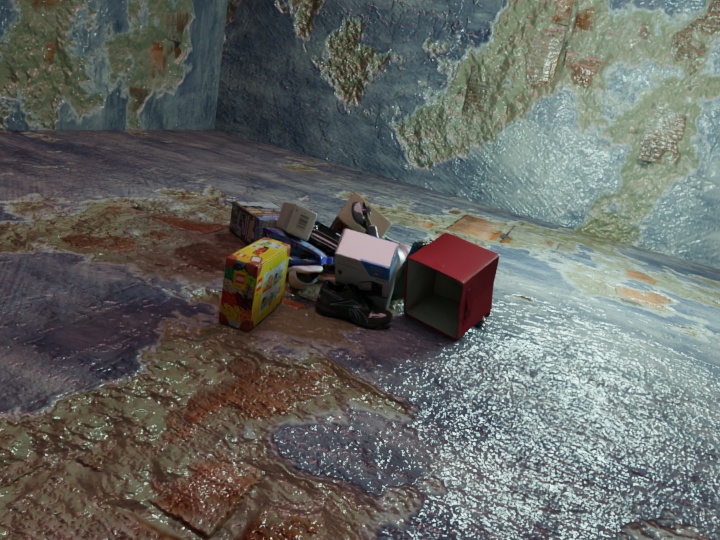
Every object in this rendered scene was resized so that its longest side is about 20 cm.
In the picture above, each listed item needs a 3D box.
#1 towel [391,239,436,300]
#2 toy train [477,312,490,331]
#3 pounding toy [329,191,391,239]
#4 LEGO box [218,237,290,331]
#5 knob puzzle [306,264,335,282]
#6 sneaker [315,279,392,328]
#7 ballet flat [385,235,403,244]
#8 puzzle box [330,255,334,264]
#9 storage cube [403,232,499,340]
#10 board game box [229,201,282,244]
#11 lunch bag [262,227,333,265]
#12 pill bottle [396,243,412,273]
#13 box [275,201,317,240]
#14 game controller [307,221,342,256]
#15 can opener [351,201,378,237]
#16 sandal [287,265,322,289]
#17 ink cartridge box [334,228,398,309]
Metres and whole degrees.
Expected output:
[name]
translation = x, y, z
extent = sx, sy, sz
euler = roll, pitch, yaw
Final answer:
[towel]
translation = 0.144, -0.003, 1.591
extent = 0.144, 0.203, 0.022
euler = -9, 47, -49
[toy train]
translation = 0.329, 0.071, 1.616
extent = 0.082, 0.119, 0.201
euler = 7, 18, -13
[pounding toy]
translation = 0.006, -0.116, 1.860
extent = 0.199, 0.143, 0.184
euler = 39, -15, -3
[LEGO box]
translation = -0.236, 0.026, 1.325
extent = 0.075, 0.154, 0.200
euler = 14, 17, 10
[knob puzzle]
translation = -0.102, -0.013, 1.728
extent = 0.212, 0.031, 0.220
euler = 11, 18, -4
[sneaker]
translation = -0.013, 0.082, 1.422
extent = 0.194, 0.082, 0.076
euler = 14, 17, 1
[ballet flat]
translation = 0.085, -0.093, 2.057
extent = 0.197, 0.071, 0.069
euler = 28, 23, 30
[puzzle box]
translation = 0.000, 0.000, 1.698
extent = 0.130, 0.026, 0.199
euler = 6, 25, -41
[storage cube]
translation = 0.230, 0.034, 1.497
extent = 0.197, 0.176, 0.178
euler = 26, 40, 35
[board game box]
translation = -0.307, -0.146, 1.881
extent = 0.156, 0.100, 0.198
euler = -3, 23, -38
[lunch bag]
translation = -0.169, -0.052, 1.632
extent = 0.194, 0.097, 0.150
euler = 12, 2, 7
[pill bottle]
translation = 0.146, -0.015, 1.712
extent = 0.197, 0.116, 0.112
euler = 7, 15, -47
[box]
translation = -0.184, -0.142, 1.656
extent = 0.067, 0.084, 0.200
euler = 21, 3, -18
[game controller]
translation = -0.067, -0.075, 1.683
extent = 0.196, 0.043, 0.105
euler = 28, 25, -2
[can opener]
translation = 0.017, -0.110, 1.746
extent = 0.065, 0.206, 0.054
euler = -9, -17, -8
[sandal]
translation = -0.157, 0.019, 1.563
extent = 0.077, 0.061, 0.205
euler = 0, -1, -25
[ink cartridge box]
translation = 0.013, 0.007, 1.458
extent = 0.141, 0.202, 0.085
euler = 15, 55, 9
